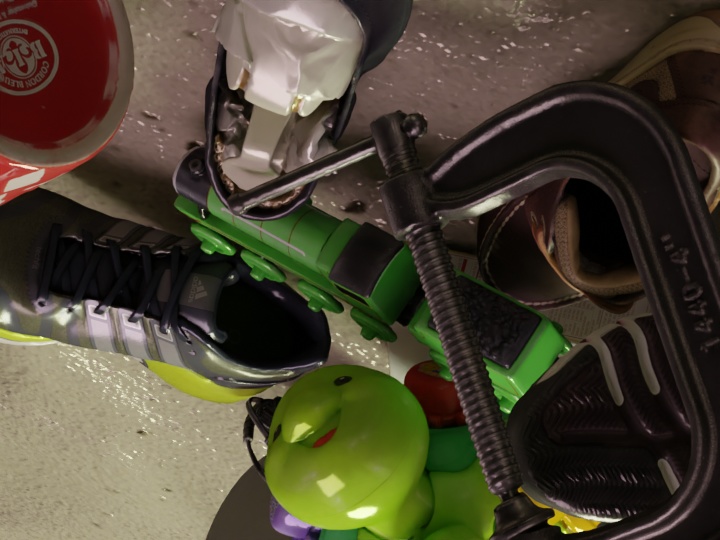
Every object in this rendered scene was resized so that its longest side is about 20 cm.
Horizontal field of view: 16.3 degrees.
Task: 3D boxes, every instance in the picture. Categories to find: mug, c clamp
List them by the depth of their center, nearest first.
[{"bbox_3d":[0.057,0.023,0.886,0.171,0.200,0.027,-30,162,25],"label":"c clamp"},{"bbox_3d":[-0.197,-0.048,0.973,0.200,0.178,0.133,-18,131,41],"label":"mug"}]

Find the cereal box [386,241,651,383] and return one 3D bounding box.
[{"bbox_3d":[0.112,0.055,1.128,0.199,0.040,0.144,11,152,10],"label":"cereal box"}]

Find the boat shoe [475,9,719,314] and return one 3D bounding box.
[{"bbox_3d":[0.091,-0.023,0.946,0.072,0.072,0.200,37,147,-10],"label":"boat shoe"}]

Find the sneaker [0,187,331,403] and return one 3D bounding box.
[{"bbox_3d":[-0.098,0.005,1.096,0.200,0.074,0.081,16,165,-32],"label":"sneaker"}]

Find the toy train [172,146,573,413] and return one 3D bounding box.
[{"bbox_3d":[0.000,0.000,1.018,0.200,0.042,0.056,28,169,29],"label":"toy train"}]

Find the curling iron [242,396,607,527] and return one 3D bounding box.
[{"bbox_3d":[0.031,0.099,1.170,0.200,0.050,0.026,19,130,-27],"label":"curling iron"}]

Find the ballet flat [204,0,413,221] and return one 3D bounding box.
[{"bbox_3d":[-0.025,-0.076,0.930,0.073,0.073,0.200,18,152,-3],"label":"ballet flat"}]

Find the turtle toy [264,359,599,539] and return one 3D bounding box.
[{"bbox_3d":[0.020,0.093,1.052,0.101,0.146,0.200,53,-176,17],"label":"turtle toy"}]

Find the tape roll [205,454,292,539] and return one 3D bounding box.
[{"bbox_3d":[0.006,0.181,1.246,0.066,0.201,0.200,-10,143,38],"label":"tape roll"}]

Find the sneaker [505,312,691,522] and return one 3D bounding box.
[{"bbox_3d":[0.121,0.047,0.985,0.200,0.076,0.115,-21,-178,-28],"label":"sneaker"}]
